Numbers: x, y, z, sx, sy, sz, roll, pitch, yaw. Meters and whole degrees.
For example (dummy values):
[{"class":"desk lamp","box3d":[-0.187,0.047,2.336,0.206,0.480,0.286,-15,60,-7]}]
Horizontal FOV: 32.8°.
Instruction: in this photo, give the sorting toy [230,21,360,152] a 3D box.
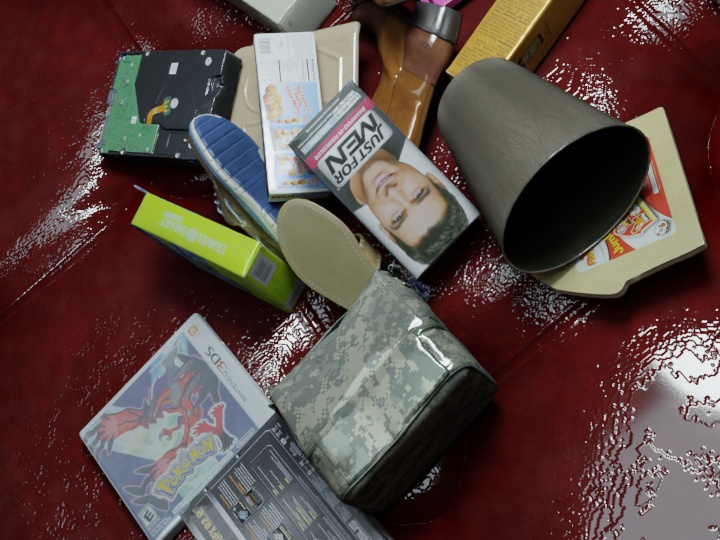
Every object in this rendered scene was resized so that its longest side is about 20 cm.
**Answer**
[{"class":"sorting toy","box3d":[-0.077,-0.185,1.452,0.183,0.036,0.204,-6,73,32]}]

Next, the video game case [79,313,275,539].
[{"class":"video game case","box3d":[-0.205,0.177,1.384,0.200,0.023,0.182,-46,57,1]}]

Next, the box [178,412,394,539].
[{"class":"box","box3d":[-0.075,0.271,1.268,0.159,0.048,0.200,-46,57,2]}]

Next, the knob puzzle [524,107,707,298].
[{"class":"knob puzzle","box3d":[0.245,-0.052,1.265,0.217,0.030,0.223,-18,55,27]}]

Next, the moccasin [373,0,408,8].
[{"class":"moccasin","box3d":[0.009,-0.352,1.392,0.073,0.079,0.202,-18,23,-2]}]

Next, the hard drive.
[{"class":"hard drive","box3d":[-0.241,-0.203,1.527,0.198,0.038,0.142,6,80,38]}]

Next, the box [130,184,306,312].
[{"class":"box","box3d":[-0.168,-0.025,1.395,0.198,0.122,0.048,24,81,31]}]

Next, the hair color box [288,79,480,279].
[{"class":"hair color box","box3d":[0.026,-0.096,1.319,0.099,0.061,0.200,-44,87,1]}]

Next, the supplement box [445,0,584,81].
[{"class":"supplement box","box3d":[0.182,-0.275,1.371,0.068,0.067,0.201,31,83,32]}]

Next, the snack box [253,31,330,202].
[{"class":"snack box","box3d":[-0.078,-0.177,1.389,0.071,0.024,0.203,-3,70,-9]}]

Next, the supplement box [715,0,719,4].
[{"class":"supplement box","box3d":[0.432,-0.271,1.243,0.067,0.069,0.200,-44,60,4]}]

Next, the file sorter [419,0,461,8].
[{"class":"file sorter","box3d":[0.117,-0.427,1.424,0.199,0.126,0.140,-34,59,4]}]

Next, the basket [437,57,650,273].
[{"class":"basket","box3d":[0.169,-0.123,1.257,0.180,0.136,0.201,-44,43,7]}]

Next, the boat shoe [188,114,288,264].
[{"class":"boat shoe","box3d":[-0.134,-0.086,1.396,0.201,0.072,0.072,51,137,6]}]

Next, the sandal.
[{"class":"sandal","box3d":[-0.004,0.005,1.344,0.211,0.070,0.078,40,100,10]}]

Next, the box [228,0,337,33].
[{"class":"box","box3d":[-0.128,-0.367,1.554,0.082,0.068,0.200,-49,58,-1]}]

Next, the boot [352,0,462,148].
[{"class":"boot","box3d":[0.028,-0.211,1.426,0.187,0.068,0.203,21,95,44]}]

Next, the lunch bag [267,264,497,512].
[{"class":"lunch bag","box3d":[0.017,0.115,1.234,0.200,0.139,0.168,-47,64,5]}]
